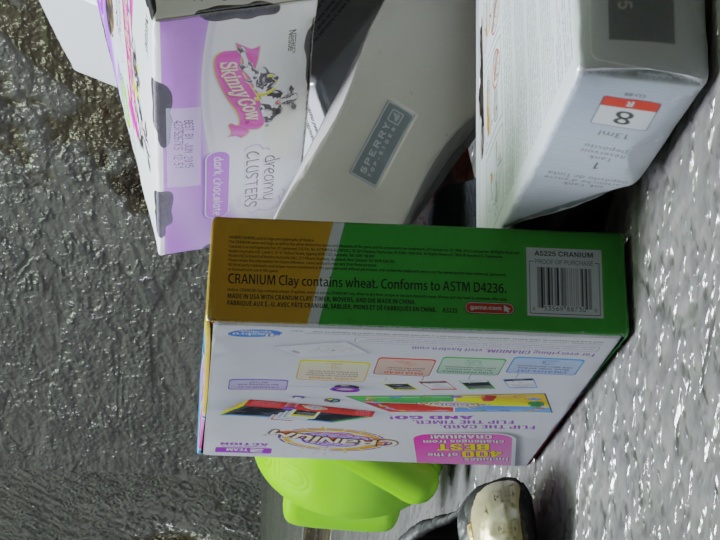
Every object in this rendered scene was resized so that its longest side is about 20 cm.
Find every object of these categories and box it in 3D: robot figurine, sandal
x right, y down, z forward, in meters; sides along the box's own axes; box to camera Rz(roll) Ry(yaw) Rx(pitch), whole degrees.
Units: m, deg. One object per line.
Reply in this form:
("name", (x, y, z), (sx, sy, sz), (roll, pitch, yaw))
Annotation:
("robot figurine", (-0.002, 0.060, 1.145), (0.176, 0.115, 0.200), (-85, 1, -53))
("sandal", (0.070, -0.013, 0.841), (0.200, 0.043, 0.076), (135, 134, -68))

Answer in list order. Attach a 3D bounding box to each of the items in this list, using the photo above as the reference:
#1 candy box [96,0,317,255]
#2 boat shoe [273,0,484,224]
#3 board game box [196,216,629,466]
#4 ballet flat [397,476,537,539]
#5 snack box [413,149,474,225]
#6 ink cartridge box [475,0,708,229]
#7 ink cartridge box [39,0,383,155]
("candy box", (-0.079, -0.137, 0.910), (0.168, 0.071, 0.200), (98, 159, -55))
("boat shoe", (0.022, -0.068, 0.887), (0.200, 0.072, 0.069), (-64, 5, -5))
("board game box", (0.011, 0.034, 0.802), (0.200, 0.153, 0.040), (108, 163, -70))
("ballet flat", (0.046, 0.134, 0.893), (0.200, 0.057, 0.067), (110, 162, -73))
("snack box", (0.000, 0.000, 0.975), (0.200, 0.024, 0.072), (-42, -52, -45))
("ink cartridge box", (0.078, -0.098, 0.727), (0.200, 0.050, 0.163), (101, 171, -69))
("ink cartridge box", (-0.055, -0.153, 1.079), (0.144, 0.200, 0.084), (-52, -31, -25))
